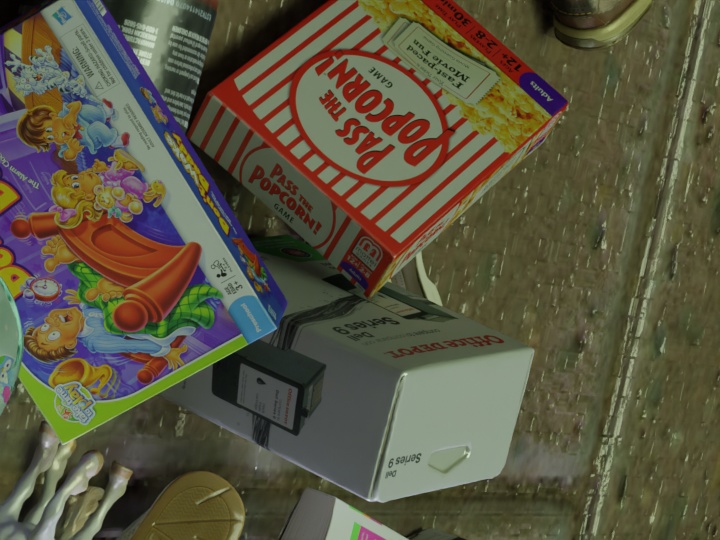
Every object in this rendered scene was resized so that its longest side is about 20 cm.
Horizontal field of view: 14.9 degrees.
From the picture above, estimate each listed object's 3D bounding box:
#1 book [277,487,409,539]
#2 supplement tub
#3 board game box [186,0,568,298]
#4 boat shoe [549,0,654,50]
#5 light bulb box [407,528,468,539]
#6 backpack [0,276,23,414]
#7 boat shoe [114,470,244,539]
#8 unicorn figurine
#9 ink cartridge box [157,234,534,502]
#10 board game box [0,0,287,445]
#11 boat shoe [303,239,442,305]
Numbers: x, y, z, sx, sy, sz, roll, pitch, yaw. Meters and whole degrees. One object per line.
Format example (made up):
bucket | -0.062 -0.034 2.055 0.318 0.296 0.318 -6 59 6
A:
book | 0.004 0.226 1.680 0.200 0.048 0.134 36 74 -50
supplement tub | -0.148 -0.075 1.485 0.107 0.107 0.201 16 89 -57
board game box | 0.013 -0.093 1.683 0.200 0.151 0.046 -42 170 -41
boat shoe | 0.202 -0.244 1.976 0.200 0.072 0.068 -51 141 -30
light bulb box | 0.035 0.306 1.883 0.198 0.124 0.201 -16 114 -52
backpack | -0.257 0.014 1.332 0.167 0.126 0.200 -55 138 -27
boat shoe | -0.143 0.206 1.631 0.200 0.071 0.069 -48 -175 -11
unicorn figurine | -0.193 0.152 1.527 0.138 0.074 0.200 -59 151 -5
ink cartridge box | -0.019 0.054 1.631 0.146 0.199 0.084 -8 117 -54
board game box | -0.146 -0.029 1.407 0.201 0.134 0.045 58 15 -12
boat shoe | 0.000 0.000 1.769 0.060 0.072 0.200 -62 150 -25
